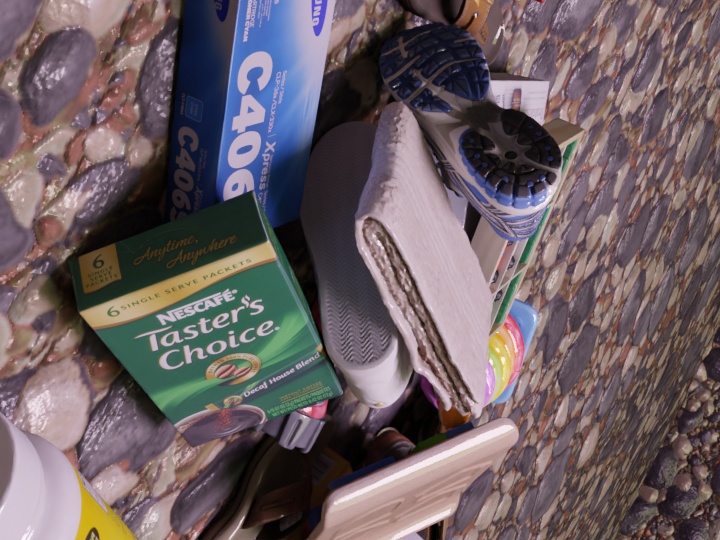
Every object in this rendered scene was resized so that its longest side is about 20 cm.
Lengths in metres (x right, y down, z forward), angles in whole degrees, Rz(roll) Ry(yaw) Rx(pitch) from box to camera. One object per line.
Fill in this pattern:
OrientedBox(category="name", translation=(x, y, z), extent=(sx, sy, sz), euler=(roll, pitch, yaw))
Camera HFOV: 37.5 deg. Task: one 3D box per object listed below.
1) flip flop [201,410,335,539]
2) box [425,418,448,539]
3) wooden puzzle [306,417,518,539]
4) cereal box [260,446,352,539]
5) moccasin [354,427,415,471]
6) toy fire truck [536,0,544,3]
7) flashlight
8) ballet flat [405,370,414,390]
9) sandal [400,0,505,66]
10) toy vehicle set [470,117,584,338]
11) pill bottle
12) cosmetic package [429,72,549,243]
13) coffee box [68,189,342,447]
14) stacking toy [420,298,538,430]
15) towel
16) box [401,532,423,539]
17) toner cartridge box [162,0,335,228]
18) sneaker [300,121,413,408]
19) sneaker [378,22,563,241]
OrientedBox(category="flip flop", translation=(-0.079, 0.209, 0.910), extent=(0.201, 0.057, 0.081), euler=(-54, 152, -17))
OrientedBox(category="box", translation=(0.097, 0.194, 1.157), extent=(0.164, 0.021, 0.201), euler=(87, 14, -46))
OrientedBox(category="wooden puzzle", translation=(0.028, 0.194, 0.925), extent=(0.184, 0.047, 0.200), euler=(-20, 155, -22))
OrientedBox(category="cereal box", translation=(-0.050, 0.274, 1.037), extent=(0.144, 0.039, 0.201), euler=(-50, 150, -21))
OrientedBox(category="moccasin", translation=(0.031, 0.214, 1.102), extent=(0.074, 0.078, 0.202), euler=(-40, 152, -10))
OrientedBox(category="toy fire truck", translation=(0.159, -0.305, 0.877), extent=(0.142, 0.049, 0.200), euler=(-57, 152, -12))
OrientedBox(category="flashlight", translation=(-0.026, 0.042, 0.846), extent=(0.068, 0.067, 0.201), euler=(27, 91, -52))
OrientedBox(category="ballet flat", translation=(0.049, 0.018, 0.956), extent=(0.067, 0.063, 0.202), euler=(-22, 132, -52))
OrientedBox(category="sandal", translation=(0.086, -0.209, 0.828), extent=(0.082, 0.054, 0.200), euler=(-60, 153, -6))
OrientedBox(category="toy vehicle set", translation=(0.121, -0.022, 0.880), extent=(0.124, 0.026, 0.201), euler=(-33, 146, -57))
OrientedBox(category="pill bottle", translation=(-0.197, 0.161, 0.599), extent=(0.114, 0.114, 0.201), euler=(-50, 150, -23))
OrientedBox(category="cosmetic package", translation=(0.105, -0.092, 0.916), extent=(0.200, 0.051, 0.152), euler=(-22, 124, -64))
OrientedBox(category="coffee box", translation=(-0.092, 0.041, 0.687), extent=(0.122, 0.044, 0.201), euler=(-19, 145, -1))
OrientedBox(category="stacking toy", translation=(0.096, 0.097, 0.993), extent=(0.200, 0.109, 0.117), euler=(-54, 162, -68))
OrientedBox(category="towel", translation=(0.047, -0.003, 0.735), extent=(0.133, 0.034, 0.201), euler=(-78, 149, -48))
OrientedBox(category="box", translation=(0.014, 0.353, 0.980), extent=(0.199, 0.176, 0.097), euler=(-30, 144, -35))
OrientedBox(category="toner cartridge box", translation=(-0.067, -0.117, 0.655), extent=(0.095, 0.043, 0.201), euler=(-28, 137, -50))
OrientedBox(category="sneaker", translation=(0.000, 0.000, 0.786), extent=(0.116, 0.073, 0.202), euler=(72, 15, -63))
OrientedBox(category="sneaker", translation=(0.071, -0.098, 0.769), extent=(0.077, 0.201, 0.085), euler=(-22, 145, -10))
